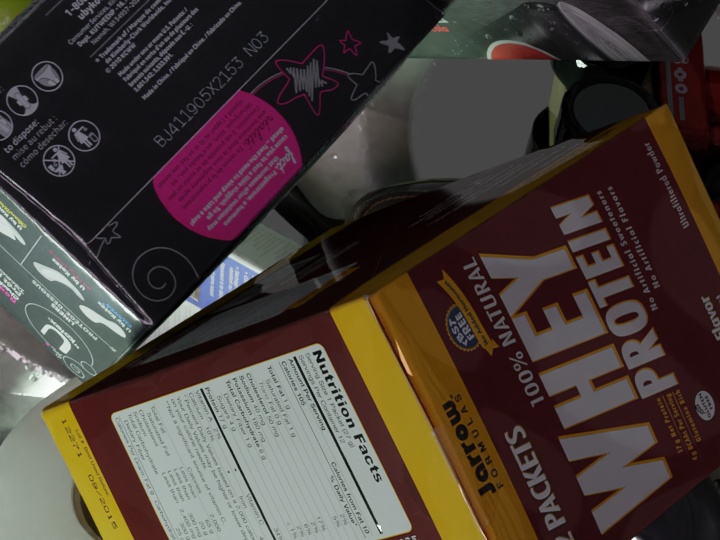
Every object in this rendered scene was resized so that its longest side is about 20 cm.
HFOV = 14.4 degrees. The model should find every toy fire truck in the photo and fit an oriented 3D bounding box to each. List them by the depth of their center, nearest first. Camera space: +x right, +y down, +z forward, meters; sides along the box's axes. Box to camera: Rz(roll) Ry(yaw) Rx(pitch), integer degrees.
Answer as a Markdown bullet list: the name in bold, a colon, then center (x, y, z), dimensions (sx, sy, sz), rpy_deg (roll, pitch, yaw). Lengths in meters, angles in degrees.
- **toy fire truck**: center (0.177, -0.016, 1.278), dimensions (0.199, 0.177, 0.129), rpy_deg (5, 140, -5)

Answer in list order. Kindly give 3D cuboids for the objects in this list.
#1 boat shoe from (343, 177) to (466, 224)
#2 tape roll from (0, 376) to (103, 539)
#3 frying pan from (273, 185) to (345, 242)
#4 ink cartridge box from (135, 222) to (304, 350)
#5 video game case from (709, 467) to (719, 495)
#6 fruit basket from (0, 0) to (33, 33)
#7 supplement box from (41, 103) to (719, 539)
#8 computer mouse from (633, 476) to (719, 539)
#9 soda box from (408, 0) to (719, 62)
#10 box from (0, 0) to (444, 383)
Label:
- **boat shoe**: center (0.089, -0.002, 1.351), dimensions (0.199, 0.073, 0.075), rpy_deg (12, 85, -2)
- **tape roll**: center (-0.082, 0.153, 1.439), dimensions (0.201, 0.203, 0.140), rpy_deg (3, 131, 13)
- **frying pan**: center (-0.006, 0.012, 1.428), dimensions (0.190, 0.031, 0.115), rpy_deg (34, 129, 1)
- **ink cartridge box**: center (-0.058, 0.022, 1.396), dimensions (0.199, 0.037, 0.095), rpy_deg (31, 134, 29)
- **video game case**: center (0.273, 0.094, 1.360), dimensions (0.199, 0.026, 0.181), rpy_deg (15, 134, -34)
- **fruit basket**: center (-0.204, -0.094, 1.300), dimensions (0.184, 0.201, 0.094), rpy_deg (19, 150, 0)
- **supplement box**: center (0.025, 0.053, 1.126), dimensions (0.199, 0.197, 0.133), rpy_deg (-19, 99, 46)
- **computer mouse**: center (0.104, 0.076, 1.310), dimensions (0.200, 0.139, 0.053), rpy_deg (43, 86, 8)
- **soda box**: center (0.068, -0.134, 1.214), dimensions (0.071, 0.063, 0.200), rpy_deg (45, 158, -30)
- **box**: center (-0.086, -0.071, 1.216), dimensions (0.132, 0.200, 0.115), rpy_deg (43, 155, -2)
